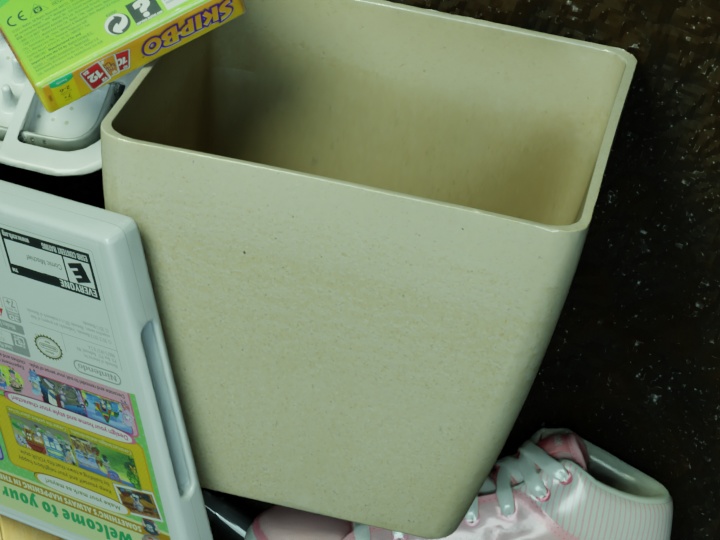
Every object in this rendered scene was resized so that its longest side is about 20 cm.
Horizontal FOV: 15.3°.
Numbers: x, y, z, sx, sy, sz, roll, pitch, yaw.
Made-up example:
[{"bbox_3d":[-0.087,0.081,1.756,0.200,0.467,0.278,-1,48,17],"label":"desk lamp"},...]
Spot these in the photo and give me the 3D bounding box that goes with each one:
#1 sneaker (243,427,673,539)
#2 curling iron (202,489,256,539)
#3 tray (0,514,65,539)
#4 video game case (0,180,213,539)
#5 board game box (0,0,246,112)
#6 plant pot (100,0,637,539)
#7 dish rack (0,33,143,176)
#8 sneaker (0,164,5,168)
[{"bbox_3d":[0.051,0.113,1.244,0.200,0.075,0.105,13,109,-5],"label":"sneaker"},{"bbox_3d":[0.006,0.162,1.291,0.200,0.026,0.050,34,144,5],"label":"curling iron"},{"bbox_3d":[-0.118,0.172,1.261,0.098,0.037,0.200,-11,81,-6],"label":"tray"},{"bbox_3d":[-0.157,0.036,1.163,0.200,0.022,0.182,16,130,35],"label":"video game case"},{"bbox_3d":[-0.136,-0.162,1.165,0.095,0.030,0.200,-28,59,-8],"label":"board game box"},{"bbox_3d":[0.000,0.000,1.174,0.200,0.200,0.177,11,117,7],"label":"plant pot"},{"bbox_3d":[-0.177,-0.126,1.205,0.200,0.044,0.172,13,68,7],"label":"dish rack"},{"bbox_3d":[-0.205,-0.035,1.255,0.091,0.076,0.200,-8,105,7],"label":"sneaker"}]
